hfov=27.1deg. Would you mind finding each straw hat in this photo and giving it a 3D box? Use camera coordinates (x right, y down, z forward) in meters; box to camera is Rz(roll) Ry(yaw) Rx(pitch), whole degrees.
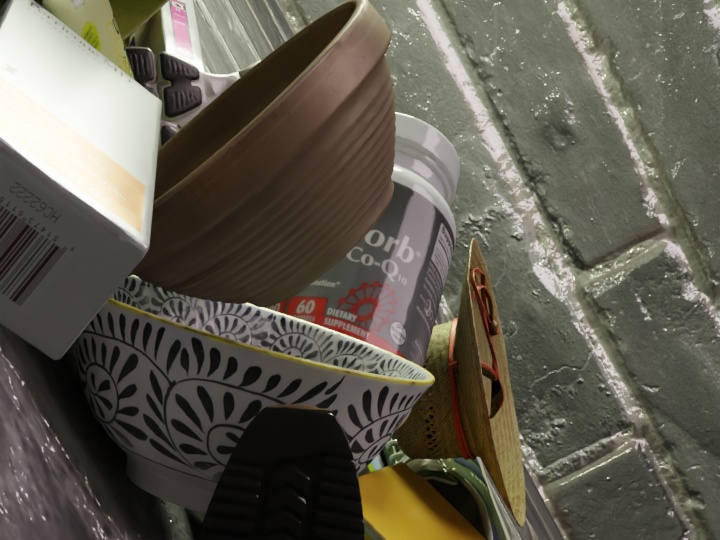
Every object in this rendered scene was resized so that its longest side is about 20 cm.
[{"bbox_3d":[0.058,0.085,1.052,0.201,0.084,0.204,-10,90,-80],"label":"straw hat"}]

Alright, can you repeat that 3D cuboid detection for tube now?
[{"bbox_3d":[-0.149,-0.094,0.866,0.058,0.052,0.202,38,-32,43],"label":"tube"}]

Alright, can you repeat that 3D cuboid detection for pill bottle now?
[{"bbox_3d":[0.000,0.000,0.996,0.116,0.114,0.202,56,40,-43],"label":"pill bottle"}]

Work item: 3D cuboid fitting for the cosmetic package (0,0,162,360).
[{"bbox_3d":[-0.155,-0.053,0.713,0.101,0.071,0.201,37,16,-20],"label":"cosmetic package"}]

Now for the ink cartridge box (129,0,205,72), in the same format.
[{"bbox_3d":[-0.155,-0.151,1.126,0.037,0.095,0.201,16,27,-22],"label":"ink cartridge box"}]

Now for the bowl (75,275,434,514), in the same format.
[{"bbox_3d":[-0.069,0.071,0.776,0.201,0.198,0.095,2,105,-82],"label":"bowl"}]

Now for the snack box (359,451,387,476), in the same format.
[{"bbox_3d":[-0.033,0.112,1.136,0.202,0.067,0.169,60,7,-13],"label":"snack box"}]

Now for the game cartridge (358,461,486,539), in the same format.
[{"bbox_3d":[0.060,0.197,0.940,0.176,0.032,0.200,44,7,12],"label":"game cartridge"}]

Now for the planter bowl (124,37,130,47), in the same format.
[{"bbox_3d":[-0.205,-0.234,1.099,0.202,0.083,0.201,62,6,-12],"label":"planter bowl"}]

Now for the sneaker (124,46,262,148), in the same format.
[{"bbox_3d":[-0.123,-0.098,0.990,0.083,0.198,0.082,-5,-94,55],"label":"sneaker"}]

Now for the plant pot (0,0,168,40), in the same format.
[{"bbox_3d":[-0.201,-0.257,0.945,0.200,0.187,0.187,47,7,-1],"label":"plant pot"}]

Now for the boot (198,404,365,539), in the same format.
[{"bbox_3d":[-0.040,0.156,0.726,0.138,0.076,0.203,-96,-167,-84],"label":"boot"}]

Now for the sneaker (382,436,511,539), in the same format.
[{"bbox_3d":[0.054,0.146,1.104,0.202,0.067,0.090,64,10,19],"label":"sneaker"}]

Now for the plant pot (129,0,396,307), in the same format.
[{"bbox_3d":[-0.046,-0.048,0.804,0.093,0.200,0.201,48,10,-15],"label":"plant pot"}]
